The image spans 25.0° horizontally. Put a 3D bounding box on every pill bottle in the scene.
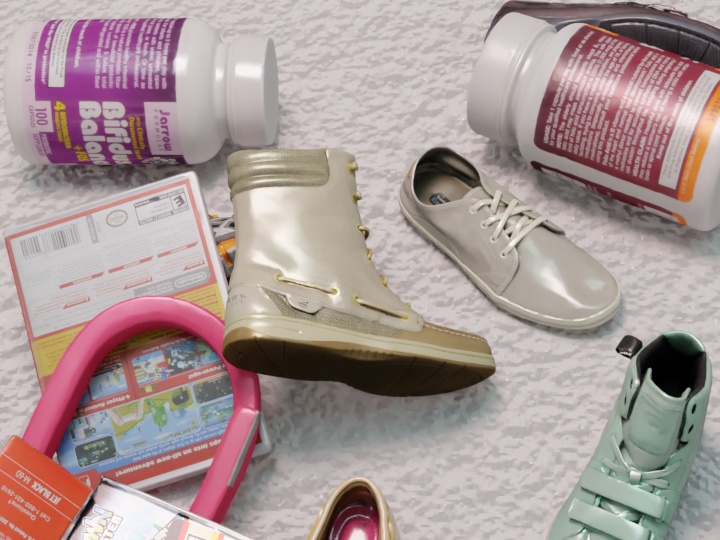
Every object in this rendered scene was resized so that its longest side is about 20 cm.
[{"bbox_3d":[0.187,-0.115,1.202,0.198,0.115,0.115,23,57,21],"label":"pill bottle"},{"bbox_3d":[-0.166,-0.138,1.254,0.197,0.113,0.113,0,51,6],"label":"pill bottle"}]

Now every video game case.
[{"bbox_3d":[-0.153,0.046,1.105,0.141,0.017,0.202,-17,76,0],"label":"video game case"}]

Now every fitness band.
[{"bbox_3d":[-0.146,0.115,1.063,0.142,0.037,0.202,23,79,12],"label":"fitness band"}]

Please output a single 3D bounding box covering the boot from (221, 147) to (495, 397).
[{"bbox_3d":[0.000,0.000,1.099,0.198,0.072,0.156,11,60,-25],"label":"boot"}]

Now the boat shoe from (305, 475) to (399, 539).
[{"bbox_3d":[-0.020,0.216,0.985,0.073,0.070,0.202,5,52,9],"label":"boat shoe"}]

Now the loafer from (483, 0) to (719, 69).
[{"bbox_3d":[0.199,-0.190,1.292,0.197,0.072,0.063,4,47,13],"label":"loafer"}]

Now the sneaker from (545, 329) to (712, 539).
[{"bbox_3d":[0.163,0.128,1.008,0.073,0.119,0.201,18,56,17],"label":"sneaker"}]

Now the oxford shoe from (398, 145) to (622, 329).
[{"bbox_3d":[0.104,-0.026,1.176,0.075,0.058,0.199,-38,59,-26],"label":"oxford shoe"}]

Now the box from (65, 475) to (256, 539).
[{"bbox_3d":[-0.144,0.225,0.914,0.109,0.035,0.201,20,59,12],"label":"box"}]

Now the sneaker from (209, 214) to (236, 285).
[{"bbox_3d":[-0.100,-0.011,1.173,0.197,0.079,0.078,-9,41,-4],"label":"sneaker"}]

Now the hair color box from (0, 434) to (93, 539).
[{"bbox_3d":[-0.246,0.201,0.948,0.064,0.111,0.201,36,65,-12],"label":"hair color box"}]
